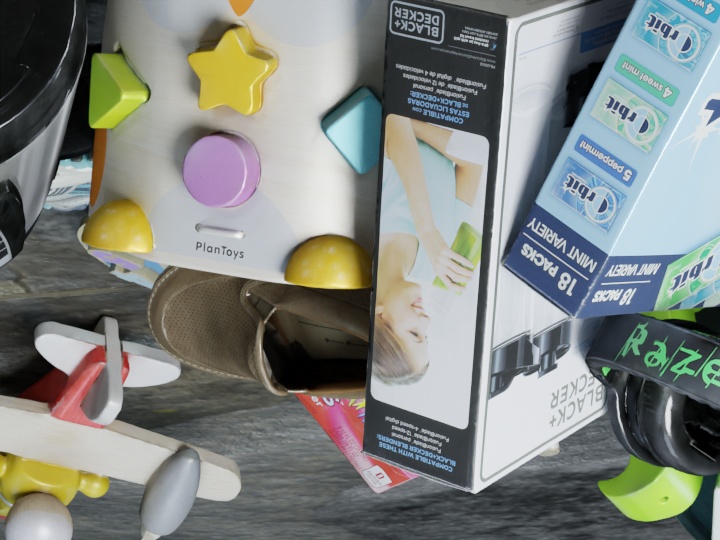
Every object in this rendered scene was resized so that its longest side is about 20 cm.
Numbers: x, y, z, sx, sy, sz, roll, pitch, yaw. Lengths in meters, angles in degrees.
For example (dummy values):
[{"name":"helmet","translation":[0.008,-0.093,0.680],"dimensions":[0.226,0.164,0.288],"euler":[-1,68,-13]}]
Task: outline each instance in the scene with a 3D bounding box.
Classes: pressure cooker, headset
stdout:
[{"name":"pressure cooker","translation":[-0.215,-0.078,0.962],"dimensions":[0.175,0.179,0.200],"euler":[33,151,0]},{"name":"headset","translation":[0.175,0.055,0.923],"dimensions":[0.123,0.094,0.200],"euler":[23,171,30]}]

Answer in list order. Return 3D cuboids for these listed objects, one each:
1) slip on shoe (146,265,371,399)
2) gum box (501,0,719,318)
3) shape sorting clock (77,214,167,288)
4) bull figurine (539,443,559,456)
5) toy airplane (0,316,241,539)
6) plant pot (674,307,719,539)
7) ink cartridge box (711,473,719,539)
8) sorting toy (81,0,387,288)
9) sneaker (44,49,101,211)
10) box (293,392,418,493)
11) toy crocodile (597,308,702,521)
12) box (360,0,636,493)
[{"name":"slip on shoe","translation":[-0.035,0.029,1.002],"dimensions":[0.199,0.061,0.076],"euler":[2,125,39]},{"name":"gum box","translation":[0.158,-0.078,0.853],"dimensions":[0.044,0.201,0.169],"euler":[37,-157,30]},{"name":"shape sorting clock","translation":[-0.067,0.007,1.221],"dimensions":[0.199,0.039,0.200],"euler":[11,167,3]},{"name":"bull figurine","translation":[0.094,0.037,1.198],"dimensions":[0.065,0.122,0.200],"euler":[1,157,-10]},{"name":"toy airplane","translation":[-0.197,0.119,1.388],"dimensions":[0.199,0.142,0.199],"euler":[-4,152,15]},{"name":"plant pot","translation":[0.275,0.044,1.137],"dimensions":[0.199,0.201,0.196],"euler":[13,145,-18]},{"name":"ink cartridge box","translation":[0.231,0.130,1.067],"dimensions":[0.103,0.059,0.201],"euler":[8,132,15]},{"name":"sorting toy","translation":[-0.043,-0.095,0.918],"dimensions":[0.199,0.181,0.107],"euler":[9,-162,19]},{"name":"sneaker","translation":[-0.180,-0.056,1.107],"dimensions":[0.199,0.078,0.086],"euler":[-3,156,14]},{"name":"box","translation":[0.000,0.000,1.072],"dimensions":[0.200,0.096,0.100],"euler":[51,138,-10]},{"name":"toy crocodile","translation":[0.150,0.030,1.097],"dimensions":[0.061,0.201,0.067],"euler":[-16,153,28]},{"name":"box","translation":[0.061,-0.023,0.886],"dimensions":[0.060,0.201,0.116],"euler":[17,-157,32]}]
